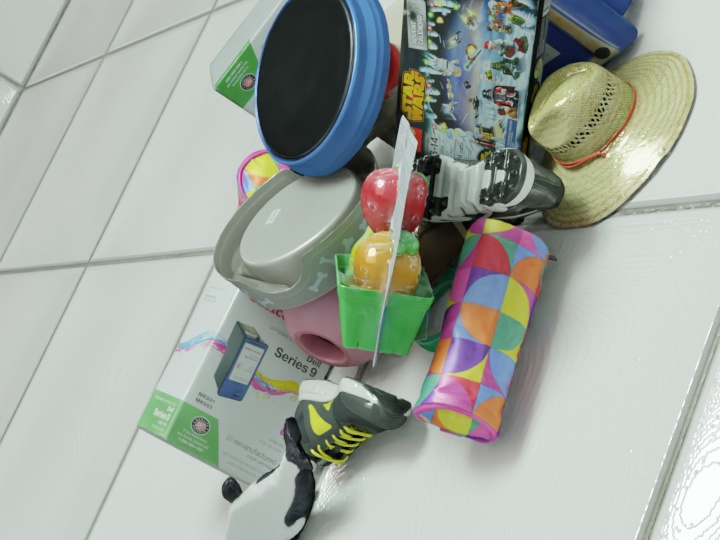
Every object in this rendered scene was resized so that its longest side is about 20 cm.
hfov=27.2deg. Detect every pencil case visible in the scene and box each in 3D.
[{"bbox_3d":[0.111,0.053,1.341,0.088,0.088,0.201,-15,49,53],"label":"pencil case"},{"bbox_3d":[-0.106,-0.077,1.771,0.200,0.088,0.089,96,-162,-74],"label":"pencil case"}]

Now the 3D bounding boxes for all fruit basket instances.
[{"bbox_3d":[0.033,-0.030,1.352,0.185,0.093,0.202,-101,26,-77],"label":"fruit basket"}]

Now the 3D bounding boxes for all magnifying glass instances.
[{"bbox_3d":[0.079,0.004,1.528,0.079,0.022,0.201,-39,30,27],"label":"magnifying glass"}]

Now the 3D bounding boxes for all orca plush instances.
[{"bbox_3d":[-0.080,0.219,1.504,0.071,0.105,0.201,-37,-31,-46],"label":"orca plush"}]

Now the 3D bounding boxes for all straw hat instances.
[{"bbox_3d":[0.208,-0.147,1.396,0.201,0.085,0.202,-40,33,32],"label":"straw hat"}]

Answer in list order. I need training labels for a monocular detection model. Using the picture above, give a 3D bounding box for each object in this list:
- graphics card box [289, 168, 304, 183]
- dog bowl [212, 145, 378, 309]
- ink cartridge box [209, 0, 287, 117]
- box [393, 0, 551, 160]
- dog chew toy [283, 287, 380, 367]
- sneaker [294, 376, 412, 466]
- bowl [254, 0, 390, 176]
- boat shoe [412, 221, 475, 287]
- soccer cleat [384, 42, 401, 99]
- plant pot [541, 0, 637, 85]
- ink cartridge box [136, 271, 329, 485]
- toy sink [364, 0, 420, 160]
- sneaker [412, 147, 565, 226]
[{"bbox_3d":[-0.037,-0.123,1.684,0.050,0.126,0.200,-1,21,11],"label":"graphics card box"},{"bbox_3d":[-0.054,-0.042,1.511,0.199,0.059,0.201,-28,29,17],"label":"dog bowl"},{"bbox_3d":[-0.063,-0.237,1.828,0.147,0.199,0.083,-49,25,15],"label":"ink cartridge box"},{"bbox_3d":[0.104,-0.192,1.422,0.040,0.136,0.201,-45,-34,-48],"label":"box"},{"bbox_3d":[0.000,0.000,1.567,0.124,0.124,0.201,-15,42,53],"label":"dog chew toy"},{"bbox_3d":[-0.012,0.158,1.485,0.200,0.074,0.085,-12,57,67],"label":"sneaker"},{"bbox_3d":[-0.044,-0.198,1.510,0.200,0.039,0.202,-17,69,51],"label":"bowl"},{"bbox_3d":[0.076,-0.039,1.489,0.075,0.075,0.203,1,57,47],"label":"boat shoe"},{"bbox_3d":[0.003,-0.199,1.555,0.199,0.085,0.069,-6,78,56],"label":"soccer cleat"},{"bbox_3d":[0.160,-0.281,1.505,0.200,0.199,0.181,-33,42,39],"label":"plant pot"},{"bbox_3d":[-0.128,0.117,1.625,0.087,0.145,0.201,6,67,60],"label":"ink cartridge box"},{"bbox_3d":[0.071,-0.207,1.664,0.130,0.112,0.201,-34,35,41],"label":"toy sink"},{"bbox_3d":[0.117,-0.073,1.415,0.199,0.090,0.067,-2,75,55],"label":"sneaker"}]
